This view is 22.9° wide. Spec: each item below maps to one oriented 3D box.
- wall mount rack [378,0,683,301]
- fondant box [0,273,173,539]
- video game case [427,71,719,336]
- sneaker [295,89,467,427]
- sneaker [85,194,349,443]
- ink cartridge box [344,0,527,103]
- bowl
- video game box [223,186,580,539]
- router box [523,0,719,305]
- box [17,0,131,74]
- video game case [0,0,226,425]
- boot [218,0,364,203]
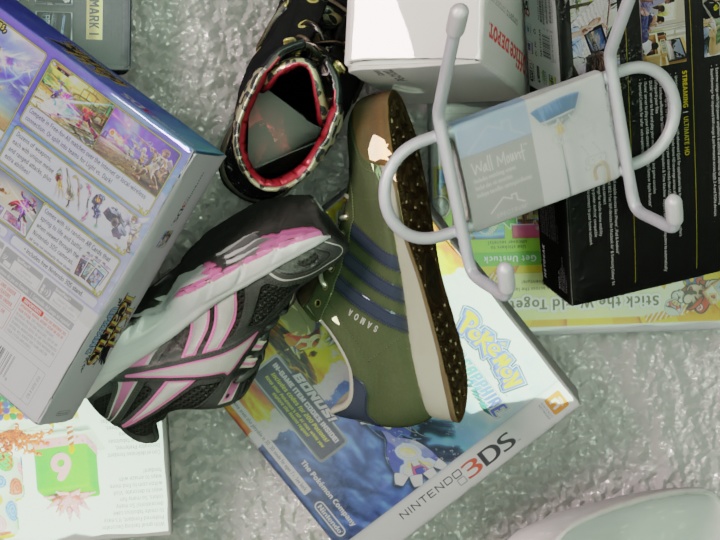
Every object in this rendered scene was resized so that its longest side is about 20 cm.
[{"bbox_3d":[0.106,-0.086,0.984,0.199,0.075,0.175,-21,114,-18],"label":"wall mount rack"},{"bbox_3d":[-0.193,0.067,1.112,0.143,0.058,0.202,-3,93,-6],"label":"fondant box"},{"bbox_3d":[0.143,-0.050,1.157,0.198,0.023,0.184,-2,94,-7],"label":"video game case"},{"bbox_3d":[0.000,0.000,1.054,0.089,0.067,0.202,-9,101,18],"label":"sneaker"},{"bbox_3d":[-0.082,0.032,1.050,0.199,0.081,0.086,-30,113,24],"label":"sneaker"},{"bbox_3d":[0.051,-0.207,1.049,0.084,0.145,0.202,2,87,16],"label":"ink cartridge box"},{"bbox_3d":[0.151,0.239,1.118,0.199,0.074,0.202,-5,94,-45],"label":"bowl"},{"bbox_3d":[0.009,0.060,1.125,0.182,0.047,0.200,-39,97,6],"label":"video game box"},{"bbox_3d":[0.180,-0.091,1.087,0.148,0.051,0.201,-12,112,-16],"label":"router box"},{"bbox_3d":[-0.217,-0.222,1.086,0.156,0.051,0.202,0,94,-12],"label":"box"},{"bbox_3d":[-0.201,-0.044,1.017,0.200,0.045,0.182,36,105,18],"label":"video game case"},{"bbox_3d":[-0.022,-0.133,1.067,0.073,0.154,0.205,26,90,-6],"label":"boot"}]
